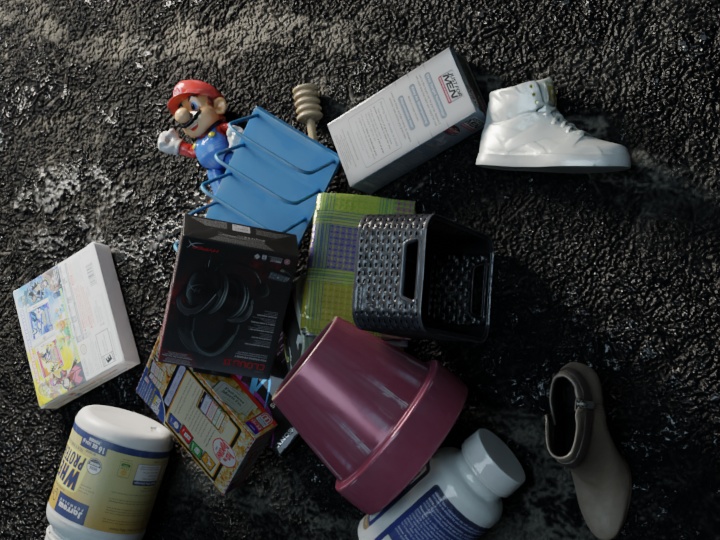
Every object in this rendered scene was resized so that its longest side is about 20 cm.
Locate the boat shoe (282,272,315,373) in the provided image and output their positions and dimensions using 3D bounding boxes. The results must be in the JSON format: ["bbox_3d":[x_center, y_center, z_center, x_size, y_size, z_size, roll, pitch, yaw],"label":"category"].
[{"bbox_3d":[-0.064,0.106,1.492,0.060,0.071,0.203,-21,70,60],"label":"boat shoe"}]

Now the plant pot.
[{"bbox_3d":[0.000,0.160,1.374,0.179,0.200,0.200,38,104,-4],"label":"plant pot"}]

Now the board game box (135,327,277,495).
[{"bbox_3d":[-0.213,0.185,1.558,0.200,0.046,0.152,47,137,16],"label":"board game box"}]

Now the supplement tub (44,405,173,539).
[{"bbox_3d":[-0.359,0.307,1.627,0.144,0.144,0.201,19,92,31],"label":"supplement tub"}]

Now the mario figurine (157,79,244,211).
[{"bbox_3d":[-0.227,-0.183,1.643,0.123,0.106,0.201,-24,76,-5],"label":"mario figurine"}]

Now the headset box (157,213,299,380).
[{"bbox_3d":[-0.172,0.044,1.465,0.148,0.077,0.201,11,112,-12],"label":"headset box"}]

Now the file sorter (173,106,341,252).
[{"bbox_3d":[-0.141,-0.090,1.530,0.138,0.123,0.201,31,111,8],"label":"file sorter"}]

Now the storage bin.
[{"bbox_3d":[0.079,0.012,1.384,0.093,0.200,0.136,1,83,30],"label":"storage bin"}]

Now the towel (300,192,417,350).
[{"bbox_3d":[0.000,0.000,1.480,0.142,0.023,0.202,6,73,-4],"label":"towel"}]

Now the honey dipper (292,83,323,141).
[{"bbox_3d":[-0.059,-0.159,1.589,0.038,0.038,0.202,-16,78,27],"label":"honey dipper"}]

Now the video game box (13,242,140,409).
[{"bbox_3d":[-0.438,0.087,1.763,0.181,0.047,0.201,-26,70,22],"label":"video game box"}]

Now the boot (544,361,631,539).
[{"bbox_3d":[0.248,0.204,1.289,0.070,0.146,0.202,-11,77,26],"label":"boot"}]

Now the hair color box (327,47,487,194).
[{"bbox_3d":[0.063,-0.194,1.507,0.199,0.061,0.100,-29,70,24],"label":"hair color box"}]

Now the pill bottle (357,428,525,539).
[{"bbox_3d":[0.100,0.285,1.384,0.200,0.111,0.111,-45,64,17],"label":"pill bottle"}]

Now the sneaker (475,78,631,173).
[{"bbox_3d":[0.236,-0.178,1.397,0.199,0.074,0.117,7,89,32],"label":"sneaker"}]

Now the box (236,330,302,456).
[{"bbox_3d":[-0.123,0.131,1.556,0.200,0.036,0.143,44,98,17],"label":"box"}]
